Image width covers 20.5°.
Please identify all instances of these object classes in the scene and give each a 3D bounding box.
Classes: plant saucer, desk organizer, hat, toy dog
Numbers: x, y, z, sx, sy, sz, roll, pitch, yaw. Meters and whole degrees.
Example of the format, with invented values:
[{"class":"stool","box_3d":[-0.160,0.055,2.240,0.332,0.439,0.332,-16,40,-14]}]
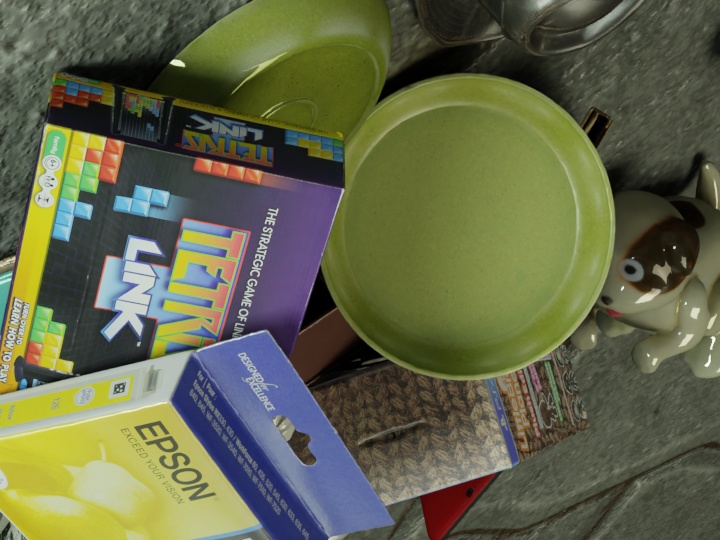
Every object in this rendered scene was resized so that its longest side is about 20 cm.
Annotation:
[{"class":"plant saucer","box_3d":[-0.056,-0.094,1.206,0.199,0.031,0.200,-31,156,-16]},{"class":"desk organizer","box_3d":[0.000,0.000,1.412,0.199,0.072,0.077,-34,154,-10]},{"class":"hat","box_3d":[0.134,-0.190,1.236,0.200,0.081,0.201,-31,155,-16]},{"class":"plant saucer","box_3d":[0.068,-0.029,1.320,0.200,0.200,0.031,-36,-173,-3]},{"class":"toy dog","box_3d":[0.256,-0.005,1.694,0.195,0.139,0.200,-59,153,7]}]

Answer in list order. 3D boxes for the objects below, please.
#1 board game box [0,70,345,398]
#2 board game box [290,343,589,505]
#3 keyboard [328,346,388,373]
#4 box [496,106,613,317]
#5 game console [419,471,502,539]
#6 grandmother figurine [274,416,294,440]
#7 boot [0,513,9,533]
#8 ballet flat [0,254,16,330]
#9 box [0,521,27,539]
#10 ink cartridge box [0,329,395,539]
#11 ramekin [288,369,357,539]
[{"class":"board game box","box_3d":[-0.111,0.000,1.116,0.164,0.057,0.201,12,127,-9]},{"class":"board game box","box_3d":[0.060,0.107,1.484,0.159,0.097,0.200,-20,176,23]},{"class":"keyboard","box_3d":[0.010,0.043,1.540,0.199,0.040,0.104,-15,145,-41]},{"class":"box","box_3d":[0.131,-0.034,1.451,0.164,0.021,0.200,-60,176,0]},{"class":"game console","box_3d":[0.136,0.129,1.787,0.172,0.119,0.200,-10,145,-48]},{"class":"grandmother figurine","box_3d":[-0.121,0.077,1.317,0.121,0.061,0.199,-9,156,43]},{"class":"boot","box_3d":[-0.168,0.125,1.320,0.153,0.074,0.204,-2,157,-16]},{"class":"ballet flat","box_3d":[-0.137,-0.002,1.191,0.198,0.065,0.071,-7,125,4]},{"class":"box","box_3d":[-0.148,0.191,1.342,0.199,0.040,0.137,-1,155,-26]},{"class":"ink cartridge box","box_3d":[-0.107,0.128,1.163,0.199,0.047,0.198,-12,136,20]},{"class":"ramekin","box_3d":[-0.061,0.168,1.605,0.202,0.094,0.203,-31,157,-15]}]
